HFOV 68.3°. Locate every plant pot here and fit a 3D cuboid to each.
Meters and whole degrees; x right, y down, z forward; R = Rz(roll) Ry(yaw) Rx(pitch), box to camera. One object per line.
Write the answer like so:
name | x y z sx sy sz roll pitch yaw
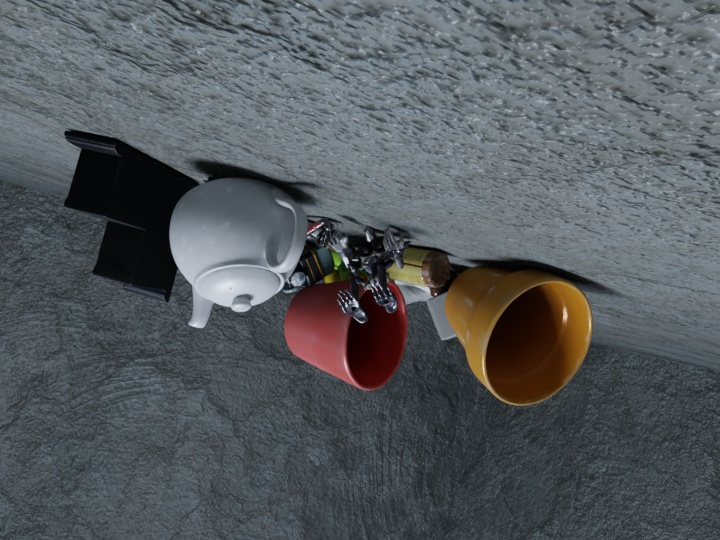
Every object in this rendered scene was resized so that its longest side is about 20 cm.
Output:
plant pot | -0.034 0.106 0.992 0.175 0.205 0.199 5 172 36
plant pot | 0.233 0.081 0.859 0.197 0.204 0.183 16 -169 -25

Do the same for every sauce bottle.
sauce bottle | 0.069 -0.015 0.962 0.065 0.067 0.198 18 178 -43

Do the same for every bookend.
bookend | -0.352 -0.068 0.786 0.090 0.204 0.198 13 177 17

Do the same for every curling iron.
curling iron | -0.119 -0.040 0.920 0.197 0.051 0.025 -19 173 30

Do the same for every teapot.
teapot | -0.160 -0.019 0.715 0.193 0.149 0.201 -8 154 -4

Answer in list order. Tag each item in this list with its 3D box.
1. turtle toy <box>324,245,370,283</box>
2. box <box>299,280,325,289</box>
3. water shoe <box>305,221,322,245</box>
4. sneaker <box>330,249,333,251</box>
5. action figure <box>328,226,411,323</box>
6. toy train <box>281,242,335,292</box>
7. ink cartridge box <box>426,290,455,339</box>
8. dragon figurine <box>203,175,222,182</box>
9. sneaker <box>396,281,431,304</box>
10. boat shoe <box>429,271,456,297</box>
turtle toy | 0.000 0.000 1.139 0.144 0.103 0.198 20 174 -41
box | -0.160 -0.013 1.439 0.104 0.125 0.199 15 177 -20
water shoe | -0.159 -0.065 0.984 0.196 0.081 0.071 15 177 -4
sneaker | -0.124 -0.050 1.235 0.197 0.076 0.090 24 -179 -23
action figure | 0.018 -0.018 0.811 0.117 0.103 0.201 -13 -148 12
toy train | -0.128 -0.028 1.057 0.112 0.086 0.200 -26 -152 -13
ink cartridge box | 0.220 0.078 1.076 0.144 0.084 0.200 -23 169 9
dragon figurine | -0.202 -0.097 0.828 0.098 0.060 0.200 18 171 -16
sneaker | 0.130 0.053 1.346 0.197 0.093 0.076 20 -154 -11
boat shoe | 0.194 0.041 1.237 0.071 0.069 0.200 13 176 21
